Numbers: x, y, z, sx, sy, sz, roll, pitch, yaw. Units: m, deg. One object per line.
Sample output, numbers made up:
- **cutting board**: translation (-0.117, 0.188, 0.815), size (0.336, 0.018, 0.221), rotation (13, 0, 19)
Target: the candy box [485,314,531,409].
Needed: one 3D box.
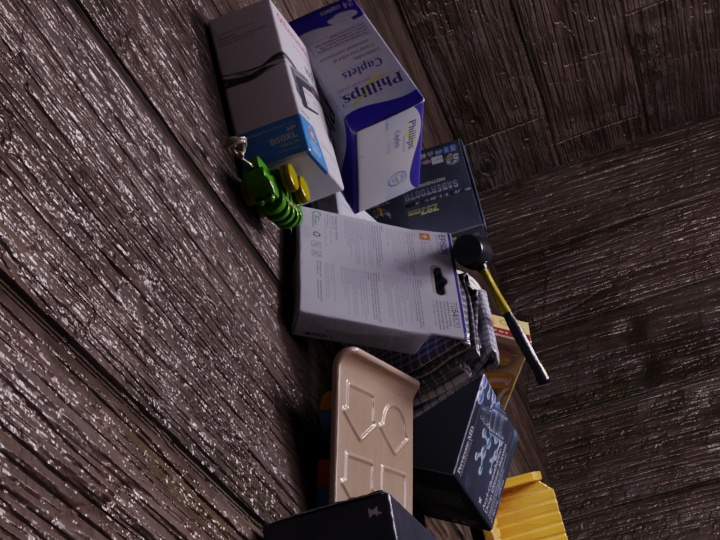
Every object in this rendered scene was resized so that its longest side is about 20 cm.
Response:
- **candy box**: translation (0.168, 0.159, 1.675), size (0.055, 0.114, 0.201), rotation (-85, -170, -59)

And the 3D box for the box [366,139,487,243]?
- **box**: translation (0.085, -0.103, 1.759), size (0.051, 0.198, 0.159), rotation (58, 18, -65)

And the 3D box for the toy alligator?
- **toy alligator**: translation (-0.099, -0.084, 1.212), size (0.200, 0.059, 0.055), rotation (42, 31, -68)

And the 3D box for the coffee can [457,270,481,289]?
- **coffee can**: translation (0.140, 0.113, 1.823), size (0.201, 0.145, 0.147), rotation (-92, 160, -54)

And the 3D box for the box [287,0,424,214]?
- **box**: translation (-0.010, -0.214, 1.476), size (0.201, 0.104, 0.184), rotation (58, -15, 27)

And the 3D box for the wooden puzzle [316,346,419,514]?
- **wooden puzzle**: translation (0.004, 0.199, 1.194), size (0.185, 0.046, 0.202), rotation (33, 58, -57)

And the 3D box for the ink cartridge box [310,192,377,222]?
- **ink cartridge box**: translation (0.000, 0.000, 1.562), size (0.196, 0.043, 0.202), rotation (39, 36, -58)

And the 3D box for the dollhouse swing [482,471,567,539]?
- **dollhouse swing**: translation (0.294, 0.467, 2.001), size (0.176, 0.180, 0.202), rotation (107, -31, -74)

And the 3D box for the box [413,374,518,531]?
- **box**: translation (0.128, 0.243, 1.539), size (0.200, 0.106, 0.149), rotation (56, 47, -50)

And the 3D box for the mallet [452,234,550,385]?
- **mallet**: translation (0.168, 0.043, 1.337), size (0.201, 0.041, 0.066), rotation (64, 15, 22)

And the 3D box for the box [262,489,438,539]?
- **box**: translation (0.015, 0.325, 0.971), size (0.197, 0.123, 0.201), rotation (57, 19, -56)

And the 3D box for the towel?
- **towel**: translation (0.064, 0.094, 1.363), size (0.086, 0.199, 0.166), rotation (47, 21, -24)

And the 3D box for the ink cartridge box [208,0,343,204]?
- **ink cartridge box**: translation (-0.098, -0.192, 1.318), size (0.145, 0.084, 0.202), rotation (42, 30, -69)

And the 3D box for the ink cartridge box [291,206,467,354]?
- **ink cartridge box**: translation (0.017, 0.013, 1.317), size (0.200, 0.198, 0.041), rotation (-93, -164, -51)
